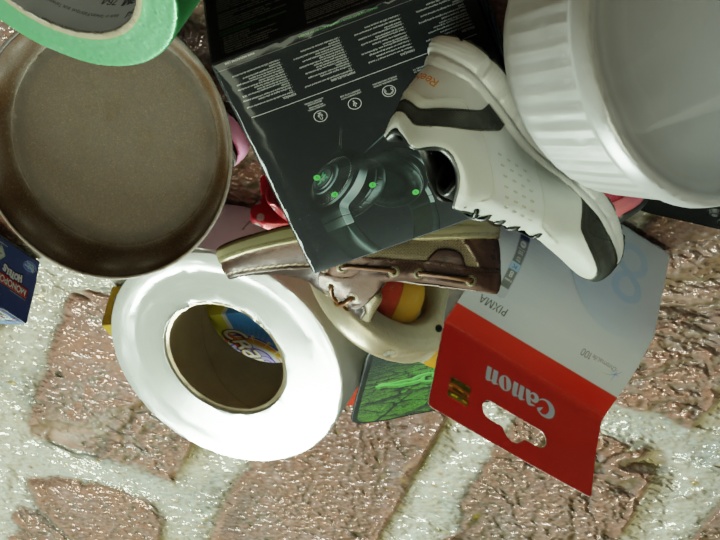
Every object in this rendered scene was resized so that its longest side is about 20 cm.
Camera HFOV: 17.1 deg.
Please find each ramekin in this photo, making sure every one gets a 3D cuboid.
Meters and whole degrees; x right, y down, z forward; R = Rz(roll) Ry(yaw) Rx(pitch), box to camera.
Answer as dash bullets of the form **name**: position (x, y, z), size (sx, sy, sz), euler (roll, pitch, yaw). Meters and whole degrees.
- **ramekin**: position (0.173, -0.135, 1.446), size (0.202, 0.203, 0.094), euler (36, 153, -32)

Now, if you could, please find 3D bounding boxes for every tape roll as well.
- **tape roll**: position (-0.093, 0.050, 1.887), size (0.202, 0.071, 0.203), euler (13, 127, 18)
- **tape roll**: position (-0.194, -0.219, 1.543), size (0.200, 0.048, 0.201), euler (22, 148, 15)

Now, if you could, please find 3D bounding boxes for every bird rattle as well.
- **bird rattle**: position (0.012, -0.011, 1.748), size (0.113, 0.163, 0.200), euler (-35, 136, 29)

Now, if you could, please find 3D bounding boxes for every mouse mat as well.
- **mouse mat**: position (0.094, 0.077, 1.897), size (0.199, 0.008, 0.161), euler (-10, 156, -10)

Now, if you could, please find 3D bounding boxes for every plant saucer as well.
- **plant saucer**: position (-0.180, -0.094, 1.710), size (0.200, 0.032, 0.201), euler (5, 108, 17)

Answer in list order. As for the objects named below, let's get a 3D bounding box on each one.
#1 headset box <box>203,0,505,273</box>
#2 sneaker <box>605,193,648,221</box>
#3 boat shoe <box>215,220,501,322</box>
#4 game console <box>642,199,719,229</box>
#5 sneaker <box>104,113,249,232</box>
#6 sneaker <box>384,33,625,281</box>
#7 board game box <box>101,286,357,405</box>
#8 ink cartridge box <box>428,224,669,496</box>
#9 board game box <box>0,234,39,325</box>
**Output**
- **headset box**: position (0.016, -0.112, 1.547), size (0.174, 0.093, 0.200), euler (-20, 128, 8)
- **sneaker**: position (0.107, -0.085, 1.655), size (0.200, 0.074, 0.087), euler (16, 145, 5)
- **boat shoe**: position (0.000, 0.000, 1.656), size (0.199, 0.072, 0.072), euler (-5, 179, 2)
- **game console**: position (0.276, -0.043, 1.620), size (0.175, 0.117, 0.200), euler (13, 148, 1)
- **sneaker**: position (-0.185, -0.074, 1.774), size (0.199, 0.096, 0.079), euler (1, 149, 22)
- **sneaker**: position (0.087, -0.054, 1.484), size (0.200, 0.080, 0.074), euler (46, 164, -28)
- **board game box**: position (-0.094, 0.062, 2.005), size (0.199, 0.040, 0.153), euler (-6, 143, 29)
- **ink cartridge box**: position (0.138, 0.039, 1.723), size (0.160, 0.200, 0.047), euler (31, 145, -26)
- **board game box**: position (-0.405, -0.015, 1.965), size (0.199, 0.062, 0.200), euler (-5, 153, 31)
